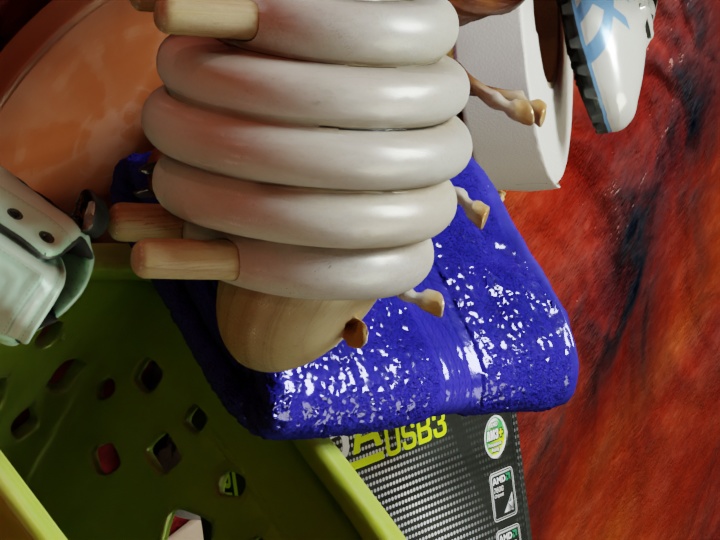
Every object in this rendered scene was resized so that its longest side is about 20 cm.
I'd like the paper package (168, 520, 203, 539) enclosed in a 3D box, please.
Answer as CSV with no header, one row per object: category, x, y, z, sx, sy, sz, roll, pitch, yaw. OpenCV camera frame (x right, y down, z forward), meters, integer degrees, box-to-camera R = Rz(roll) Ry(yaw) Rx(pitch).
paper package,-0.041,0.233,1.617,0.190,0.199,0.104,-34,149,-51

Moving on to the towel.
towel,0.000,0.000,1.261,0.199,0.148,0.050,-5,144,-46

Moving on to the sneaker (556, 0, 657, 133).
sneaker,0.136,-0.163,1.487,0.072,0.072,0.201,68,23,-62

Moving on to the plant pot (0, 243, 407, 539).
plant pot,-0.132,0.120,1.196,0.198,0.200,0.182,-3,138,-51

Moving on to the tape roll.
tape roll,0.075,-0.141,1.449,0.203,0.037,0.204,-2,90,-79

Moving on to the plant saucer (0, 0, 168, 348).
plant saucer,-0.100,-0.056,1.249,0.200,0.032,0.201,-31,144,-26

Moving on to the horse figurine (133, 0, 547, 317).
horse figurine,0.002,-0.064,1.230,0.050,0.132,0.200,104,12,-49

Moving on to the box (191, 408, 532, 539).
box,0.000,0.072,1.356,0.200,0.047,0.194,-15,103,-51

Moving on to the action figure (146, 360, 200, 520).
action figure,-0.048,0.047,1.483,0.194,0.104,0.201,-53,161,-38

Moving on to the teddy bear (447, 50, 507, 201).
teddy bear,0.035,-0.074,1.534,0.200,0.066,0.146,53,50,-66

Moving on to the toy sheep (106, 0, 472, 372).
toy sheep,-0.022,-0.058,1.102,0.138,0.137,0.201,-22,124,-59

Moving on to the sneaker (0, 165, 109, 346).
sneaker,-0.167,-0.023,1.061,0.074,0.118,0.200,-61,159,10
